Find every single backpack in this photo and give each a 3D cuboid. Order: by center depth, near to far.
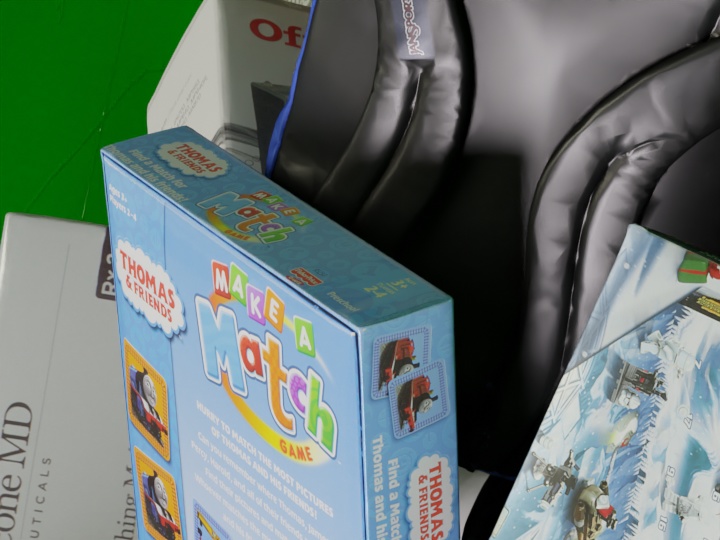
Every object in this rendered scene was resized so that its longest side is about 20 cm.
[{"bbox_3d":[0.067,-0.043,0.751,0.168,0.162,0.201,-40,-27,-60],"label":"backpack"}]

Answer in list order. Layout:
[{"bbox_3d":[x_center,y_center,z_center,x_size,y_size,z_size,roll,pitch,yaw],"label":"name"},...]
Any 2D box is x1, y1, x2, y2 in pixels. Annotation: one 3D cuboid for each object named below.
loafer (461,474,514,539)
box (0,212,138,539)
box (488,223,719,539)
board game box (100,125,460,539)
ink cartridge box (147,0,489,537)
[{"bbox_3d":[0.084,0.128,0.726,0.068,0.070,0.201,-62,29,22],"label":"loafer"},{"bbox_3d":[-0.115,0.096,1.117,0.200,0.130,0.200,118,160,-77],"label":"box"},{"bbox_3d":[0.092,0.106,0.613,0.137,0.040,0.201,27,97,26],"label":"box"},{"bbox_3d":[-0.023,0.074,0.724,0.151,0.036,0.201,34,135,50],"label":"board game box"},{"bbox_3d":[0.000,0.000,0.912,0.085,0.145,0.200,122,151,-42],"label":"ink cartridge box"}]
